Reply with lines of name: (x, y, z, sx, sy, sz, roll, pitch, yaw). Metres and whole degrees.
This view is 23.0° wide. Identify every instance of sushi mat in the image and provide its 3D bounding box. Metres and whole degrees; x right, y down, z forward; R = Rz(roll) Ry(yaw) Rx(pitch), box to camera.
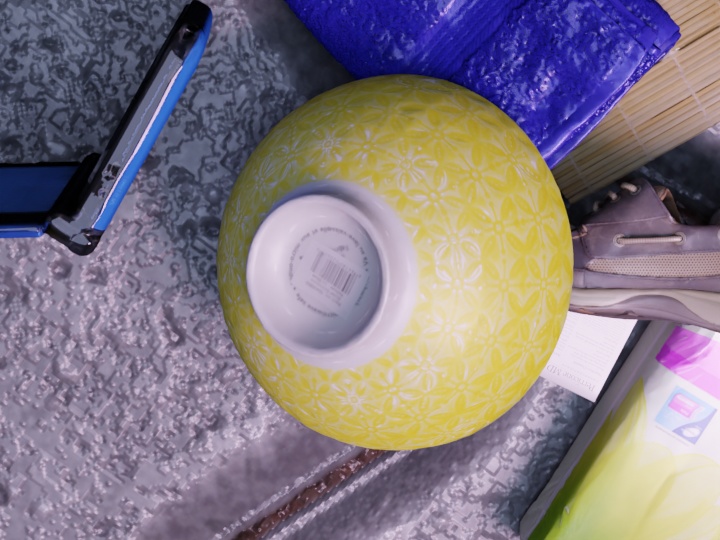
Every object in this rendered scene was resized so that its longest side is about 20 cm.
sushi mat: (0.167, -0.116, 0.968, 0.199, 0.012, 0.096, -30, 105, 31)

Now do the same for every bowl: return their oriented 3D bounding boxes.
bowl: (0.000, 0.000, 0.904, 0.198, 0.107, 0.203, 2, 95, 24)

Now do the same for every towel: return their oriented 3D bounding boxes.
towel: (0.054, -0.146, 0.948, 0.148, 0.050, 0.200, -44, 82, 11)

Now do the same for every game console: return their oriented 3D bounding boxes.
game console: (-0.165, -0.080, 0.904, 0.117, 0.200, 0.172, 29, 99, -9)

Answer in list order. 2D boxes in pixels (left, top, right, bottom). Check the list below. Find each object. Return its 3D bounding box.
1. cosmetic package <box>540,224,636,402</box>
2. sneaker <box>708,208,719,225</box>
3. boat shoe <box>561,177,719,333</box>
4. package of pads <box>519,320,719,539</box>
cosmetic package: (0.062, -0.007, 1.010, 0.198, 0.051, 0.083, 26, 100, -9)
sneaker: (0.284, 0.014, 1.007, 0.199, 0.092, 0.076, 32, 105, -10)
boat shoe: (0.152, -0.010, 0.944, 0.197, 0.074, 0.074, 8, 88, 14)
package of pads: (0.206, 0.122, 1.037, 0.153, 0.068, 0.201, 30, 103, -9)
